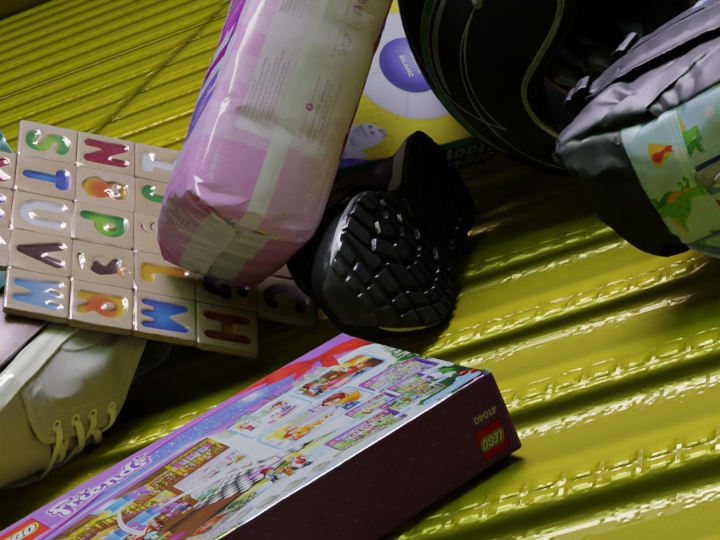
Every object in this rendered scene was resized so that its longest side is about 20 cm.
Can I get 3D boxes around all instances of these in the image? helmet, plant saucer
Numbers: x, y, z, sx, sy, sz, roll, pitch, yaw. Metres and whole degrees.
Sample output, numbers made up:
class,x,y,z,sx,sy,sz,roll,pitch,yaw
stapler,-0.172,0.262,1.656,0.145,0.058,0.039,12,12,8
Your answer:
class,x,y,z,sx,sy,sz,roll,pitch,yaw
helmet,0.113,-0.150,1.101,0.198,0.192,0.201,-4,41,4
plant saucer,-0.235,0.069,1.073,0.200,0.032,0.200,-40,7,6

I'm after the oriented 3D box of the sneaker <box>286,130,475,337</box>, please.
class,x,y,z,sx,sy,sz,roll,pitch,yaw
sneaker,0.000,0.000,1.055,0.087,0.076,0.200,-33,8,22

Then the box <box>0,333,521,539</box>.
class,x,y,z,sx,sy,sz,roll,pitch,yaw
box,-0.050,0.095,0.837,0.199,0.039,0.137,-30,18,-21

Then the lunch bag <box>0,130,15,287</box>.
class,x,y,z,sx,sy,sz,roll,pitch,yaw
lunch bag,-0.291,0.021,1.199,0.170,0.122,0.200,-37,1,44

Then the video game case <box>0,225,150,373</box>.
class,x,y,z,sx,sy,sz,roll,pitch,yaw
video game case,-0.171,0.009,1.212,0.143,0.018,0.200,-49,14,8

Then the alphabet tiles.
class,x,y,z,sx,sy,sz,roll,pitch,yaw
alphabet tiles,-0.122,-0.020,1.096,0.198,0.006,0.167,11,36,-14

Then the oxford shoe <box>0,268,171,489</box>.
class,x,y,z,sx,sy,sz,roll,pitch,yaw
oxford shoe,-0.157,0.072,1.029,0.075,0.058,0.200,-50,-1,44

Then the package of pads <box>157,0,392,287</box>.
class,x,y,z,sx,sy,sz,roll,pitch,yaw
package of pads,-0.039,-0.098,1.050,0.120,0.075,0.202,148,142,-70

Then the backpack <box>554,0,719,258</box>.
class,x,y,z,sx,sy,sz,roll,pitch,yaw
backpack,0.211,-0.080,0.895,0.200,0.154,0.163,-38,0,32

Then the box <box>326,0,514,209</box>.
class,x,y,z,sx,sy,sz,roll,pitch,yaw
box,0.032,-0.109,1.190,0.199,0.118,0.048,-14,-26,-27
